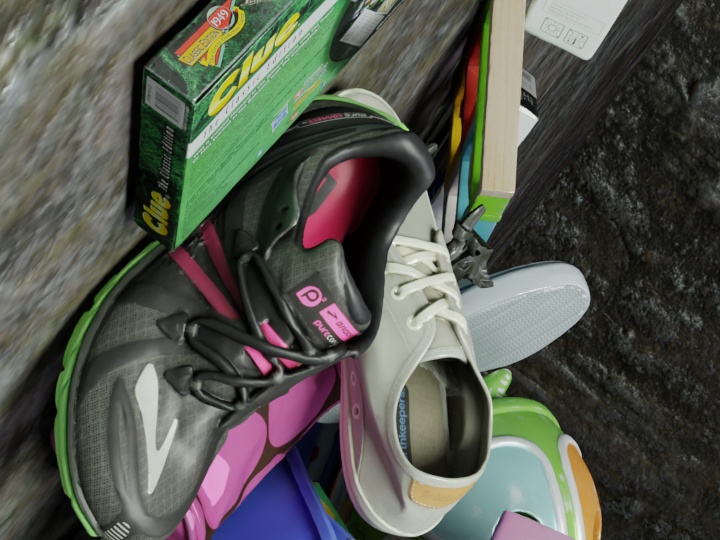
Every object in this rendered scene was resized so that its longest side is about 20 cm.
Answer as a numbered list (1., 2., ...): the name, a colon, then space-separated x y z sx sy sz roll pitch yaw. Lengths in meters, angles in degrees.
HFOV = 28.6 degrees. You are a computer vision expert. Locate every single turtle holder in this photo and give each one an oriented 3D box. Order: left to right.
1. turtle holder: 0.062 0.161 0.861 0.184 0.132 0.142 -10 133 -27

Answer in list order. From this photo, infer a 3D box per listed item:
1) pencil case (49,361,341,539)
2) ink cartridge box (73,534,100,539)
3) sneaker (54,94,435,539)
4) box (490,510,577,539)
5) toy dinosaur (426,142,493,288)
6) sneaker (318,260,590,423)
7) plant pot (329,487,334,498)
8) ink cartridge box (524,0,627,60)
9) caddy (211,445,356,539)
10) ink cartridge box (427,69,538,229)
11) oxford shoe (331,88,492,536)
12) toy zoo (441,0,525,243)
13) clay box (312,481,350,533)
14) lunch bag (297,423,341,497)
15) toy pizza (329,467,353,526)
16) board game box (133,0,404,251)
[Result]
1. pencil case: -0.047 0.046 0.641 0.200 0.090 0.094 -43 134 -40
2. ink cartridge box: -0.130 0.261 0.765 0.082 0.202 0.146 -8 -171 19
3. sneaker: -0.041 0.014 0.523 0.083 0.077 0.201 11 -116 49
4. box: 0.064 0.259 0.711 0.201 0.096 0.176 105 12 -45
5. toy dinosaur: 0.000 0.000 0.794 0.135 0.103 0.200 -33 -171 -18
6. sneaker: 0.044 0.028 0.887 0.199 0.071 0.073 -20 142 13
7. plant pot: -0.069 0.256 1.259 0.200 0.199 0.176 -51 162 -8
8. ink cartridge box: 0.154 -0.219 0.766 0.200 0.050 0.109 115 0 -60
9. caddy: -0.040 0.159 0.674 0.200 0.104 0.142 -123 -156 -58
10. ink cartridge box: 0.062 -0.056 1.037 0.200 0.037 0.095 -54 -169 24
11. oxford shoe: 0.019 0.012 0.614 0.075 0.202 0.058 3 161 -34
12. toy zoo: 0.072 -0.075 0.879 0.200 0.020 0.132 107 -11 -73
13. clay box: -0.034 0.208 0.815 0.200 0.047 0.116 50 -55 56
14. lunch bag: -0.063 0.163 1.035 0.201 0.075 0.160 -69 -171 -24
15. toy pizza: -0.001 0.151 0.984 0.200 0.032 0.202 21 90 -87
16. board game box: -0.006 -0.102 0.488 0.200 0.023 0.105 -50 175 -26
